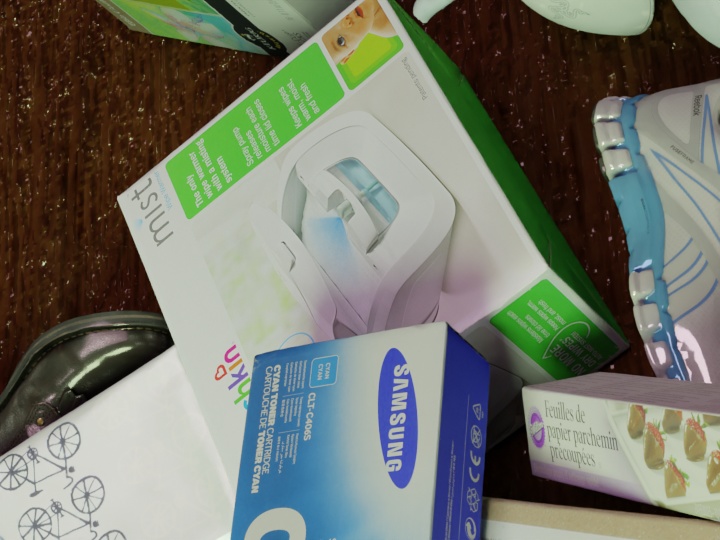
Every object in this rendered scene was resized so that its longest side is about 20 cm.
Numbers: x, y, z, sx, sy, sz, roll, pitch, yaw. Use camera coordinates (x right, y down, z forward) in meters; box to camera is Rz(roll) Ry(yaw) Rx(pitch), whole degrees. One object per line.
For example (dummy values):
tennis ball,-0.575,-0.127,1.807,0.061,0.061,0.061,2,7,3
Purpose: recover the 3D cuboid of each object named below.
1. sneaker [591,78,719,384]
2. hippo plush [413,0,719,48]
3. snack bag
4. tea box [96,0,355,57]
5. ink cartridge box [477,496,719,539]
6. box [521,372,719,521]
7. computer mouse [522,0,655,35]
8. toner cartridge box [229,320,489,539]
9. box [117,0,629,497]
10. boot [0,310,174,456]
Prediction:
sneaker,0.158,-0.007,0.760,0.086,0.075,0.201,-21,55,19
hippo plush,0.141,-0.170,0.746,0.160,0.159,0.200,37,77,15
snack bag,-0.120,0.164,0.858,0.188,0.021,0.201,-31,67,11
tea box,-0.067,-0.242,1.008,0.196,0.133,0.201,13,75,41
ink cartridge box,0.087,0.175,0.664,0.199,0.075,0.166,-6,62,58
box,0.116,0.063,0.663,0.200,0.041,0.039,177,85,-72
computer mouse,0.065,-0.184,0.875,0.044,0.110,0.200,-36,73,-18
toner cartridge box,-0.005,0.124,0.697,0.094,0.043,0.202,-11,58,28
box,0.000,0.000,0.856,0.176,0.097,0.201,-36,51,12
boot,-0.152,0.134,0.925,0.199,0.069,0.175,-35,56,21
